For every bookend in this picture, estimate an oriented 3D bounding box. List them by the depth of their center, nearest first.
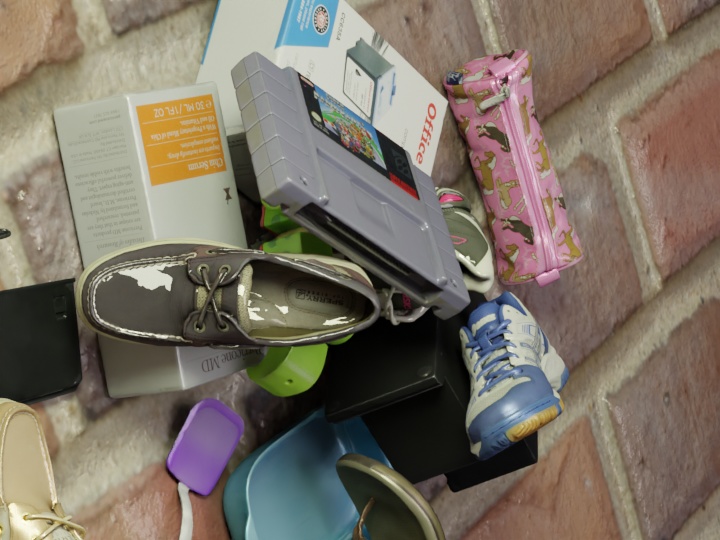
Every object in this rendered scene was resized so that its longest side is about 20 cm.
[{"bbox_3d":[0.063,0.105,1.652,0.200,0.092,0.199,58,20,-30],"label":"bookend"}]

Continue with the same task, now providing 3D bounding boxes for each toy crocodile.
[{"bbox_3d":[-0.044,-0.012,1.492,0.067,0.062,0.201,23,60,-48],"label":"toy crocodile"}]

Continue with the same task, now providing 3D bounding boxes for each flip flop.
[{"bbox_3d":[0.024,0.229,1.588,0.057,0.081,0.201,-28,112,-35],"label":"flip flop"}]

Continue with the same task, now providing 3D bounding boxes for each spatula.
[{"bbox_3d":[-0.125,0.182,1.485,0.057,0.020,0.201,44,50,-43],"label":"spatula"}]

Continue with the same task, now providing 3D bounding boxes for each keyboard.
[{"bbox_3d":[-0.248,0.030,1.343,0.200,0.021,0.128,-12,100,-56],"label":"keyboard"}]

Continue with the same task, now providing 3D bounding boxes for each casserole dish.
[{"bbox_3d":[-0.039,0.170,1.594,0.200,0.039,0.122,-34,111,-53],"label":"casserole dish"}]

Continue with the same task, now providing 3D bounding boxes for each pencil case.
[{"bbox_3d":[0.134,-0.087,1.855,0.086,0.083,0.201,-33,111,-53],"label":"pencil case"}]

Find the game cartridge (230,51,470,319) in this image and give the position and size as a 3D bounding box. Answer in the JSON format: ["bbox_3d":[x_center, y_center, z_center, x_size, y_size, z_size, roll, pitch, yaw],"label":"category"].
[{"bbox_3d":[-0.005,-0.059,1.467,0.200,0.038,0.130,33,35,-42],"label":"game cartridge"}]

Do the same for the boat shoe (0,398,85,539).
[{"bbox_3d":[-0.201,0.178,1.332,0.074,0.069,0.201,1,84,-56],"label":"boat shoe"}]

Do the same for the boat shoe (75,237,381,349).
[{"bbox_3d":[-0.082,0.016,1.392,0.199,0.065,0.072,4,90,-15],"label":"boat shoe"}]

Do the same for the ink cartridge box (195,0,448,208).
[{"bbox_3d":[-0.031,-0.114,1.623,0.200,0.086,0.147,38,55,-42],"label":"ink cartridge box"}]

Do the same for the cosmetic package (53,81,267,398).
[{"bbox_3d":[-0.135,-0.022,1.469,0.101,0.071,0.201,-18,98,-55],"label":"cosmetic package"}]

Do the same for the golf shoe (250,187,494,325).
[{"bbox_3d":[0.000,0.000,1.565,0.077,0.199,0.088,83,-16,-44],"label":"golf shoe"}]

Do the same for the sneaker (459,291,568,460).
[{"bbox_3d":[0.097,0.072,1.541,0.088,0.075,0.200,61,10,-6],"label":"sneaker"}]
